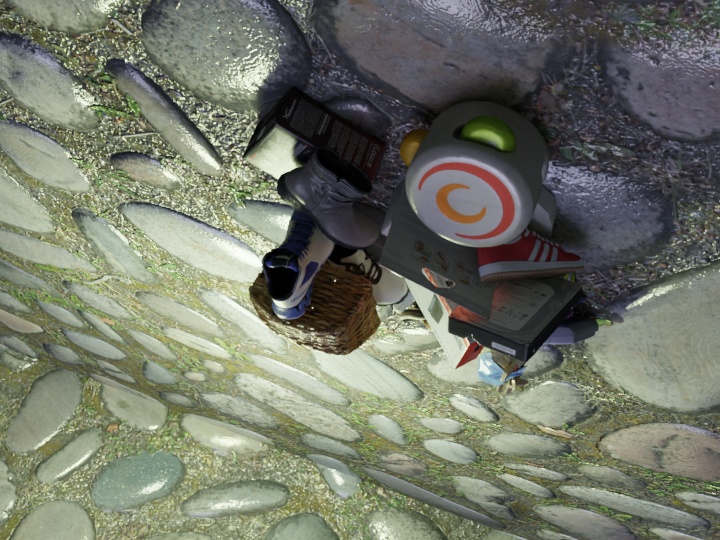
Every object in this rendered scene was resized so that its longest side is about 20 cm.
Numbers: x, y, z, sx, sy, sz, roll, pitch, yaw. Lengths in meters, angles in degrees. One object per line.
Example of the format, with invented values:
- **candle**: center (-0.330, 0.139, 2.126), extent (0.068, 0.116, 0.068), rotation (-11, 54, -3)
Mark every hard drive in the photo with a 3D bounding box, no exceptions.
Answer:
- **hard drive**: center (0.245, 0.059, 1.431), extent (0.140, 0.200, 0.038), rotation (21, 127, 30)

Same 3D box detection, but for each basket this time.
- **basket**: center (-0.082, 0.074, 1.582), extent (0.200, 0.143, 0.149), rotation (23, 155, 20)

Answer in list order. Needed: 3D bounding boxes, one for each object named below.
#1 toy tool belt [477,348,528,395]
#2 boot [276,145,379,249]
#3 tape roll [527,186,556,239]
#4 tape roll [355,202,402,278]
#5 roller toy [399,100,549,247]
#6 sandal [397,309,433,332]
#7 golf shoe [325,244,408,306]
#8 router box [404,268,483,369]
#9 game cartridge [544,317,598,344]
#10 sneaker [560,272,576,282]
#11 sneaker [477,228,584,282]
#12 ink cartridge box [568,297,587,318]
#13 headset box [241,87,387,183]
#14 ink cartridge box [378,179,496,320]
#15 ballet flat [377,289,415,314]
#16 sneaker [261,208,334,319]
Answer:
- **toy tool belt**: center (0.290, 0.198, 1.885), extent (0.125, 0.123, 0.200), rotation (19, 155, 3)
- **boot**: center (-0.022, -0.105, 1.406), extent (0.200, 0.070, 0.132), rotation (30, 149, -29)
- **tape roll**: center (0.212, -0.099, 1.454), extent (0.202, 0.037, 0.203), rotation (17, 155, 8)
- **tape roll**: center (-0.005, -0.046, 1.686), extent (0.200, 0.066, 0.200), rotation (17, 155, 8)
- **roller toy**: center (0.164, -0.137, 1.279), extent (0.200, 0.140, 0.182), rotation (-18, 123, 41)
- **sandal**: center (0.157, 0.106, 1.851), extent (0.200, 0.055, 0.082), rotation (-2, 172, 40)
- **golf shoe**: center (0.000, 0.000, 1.609), extent (0.200, 0.078, 0.094), rotation (23, 155, -8)
- **router box**: center (0.153, 0.061, 1.621), extent (0.200, 0.049, 0.180), rotation (61, 168, 17)
- **game cartridge**: center (0.327, 0.111, 1.706), extent (0.200, 0.042, 0.133), rotation (-1, -179, 37)
- **sneaker**: center (0.265, 0.008, 1.574), extent (0.200, 0.074, 0.081), rotation (-16, 128, 20)
- **sneaker**: center (0.263, -0.043, 1.423), extent (0.200, 0.113, 0.071), rotation (-2, 165, -32)
- **ink cartridge box**: center (0.300, 0.078, 1.662), extent (0.200, 0.042, 0.119), rotation (-5, -175, 39)
- **headset box**: center (-0.066, -0.182, 1.448), extent (0.200, 0.075, 0.149), rotation (29, 154, -18)
- **ink cartridge box**: center (0.125, -0.026, 1.413), extent (0.200, 0.174, 0.044), rotation (27, 146, -12)
- **ballet flat**: center (0.050, 0.050, 1.780), extent (0.200, 0.072, 0.068), rotation (-4, 153, 17)
- **sneaker**: center (-0.101, -0.026, 1.467), extent (0.080, 0.200, 0.115), rotation (14, 167, 11)
